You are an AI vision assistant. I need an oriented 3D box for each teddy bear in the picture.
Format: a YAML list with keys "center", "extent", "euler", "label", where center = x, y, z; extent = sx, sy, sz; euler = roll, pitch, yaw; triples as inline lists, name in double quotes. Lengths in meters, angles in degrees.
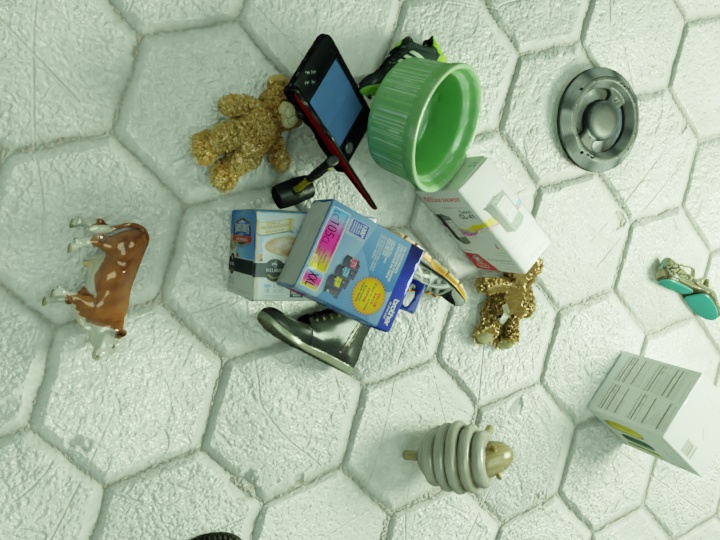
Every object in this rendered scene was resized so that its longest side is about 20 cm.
- center: [-0.161, -0.205, 1.058]
  extent: [0.199, 0.067, 0.146]
  euler: [-25, 108, -21]
  label: "teddy bear"
- center: [0.271, 0.055, 1.312]
  extent: [0.144, 0.067, 0.201]
  euler: [-1, 103, -16]
  label: "teddy bear"

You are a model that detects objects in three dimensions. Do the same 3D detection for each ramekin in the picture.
- center: [0.097, -0.232, 1.096]
  extent: [0.200, 0.097, 0.201]
  euler: [-38, 141, -39]
  label: "ramekin"

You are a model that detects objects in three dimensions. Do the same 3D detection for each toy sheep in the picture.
- center: [0.170, 0.328, 1.238]
  extent: [0.138, 0.199, 0.139]
  euler: [35, 50, -56]
  label: "toy sheep"

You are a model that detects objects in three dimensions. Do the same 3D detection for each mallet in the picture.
- center: [-0.068, -0.139, 1.051]
  extent: [0.066, 0.200, 0.041]
  euler: [-25, 92, -32]
  label: "mallet"

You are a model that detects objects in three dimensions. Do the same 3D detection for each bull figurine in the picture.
- center: [-0.369, 0.022, 0.993]
  extent: [0.121, 0.065, 0.201]
  euler: [19, 85, -33]
  label: "bull figurine"

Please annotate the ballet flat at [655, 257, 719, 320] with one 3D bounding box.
- center: [0.716, 0.032, 1.518]
  extent: [0.199, 0.068, 0.076]
  euler: [31, 67, -23]
  label: "ballet flat"

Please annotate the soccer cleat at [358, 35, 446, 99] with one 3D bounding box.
- center: [0.063, -0.335, 1.153]
  extent: [0.200, 0.067, 0.081]
  euler: [-28, 98, -38]
  label: "soccer cleat"

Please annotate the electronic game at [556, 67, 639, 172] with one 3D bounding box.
- center: [0.465, -0.292, 1.370]
  extent: [0.199, 0.042, 0.201]
  euler: [-4, 99, -24]
  label: "electronic game"

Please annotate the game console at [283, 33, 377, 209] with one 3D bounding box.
- center: [-0.016, -0.221, 1.053]
  extent: [0.173, 0.118, 0.200]
  euler: [-62, 148, -17]
  label: "game console"

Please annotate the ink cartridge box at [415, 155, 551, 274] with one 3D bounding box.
- center: [0.210, -0.094, 1.213]
  extent: [0.200, 0.147, 0.086]
  euler: [46, 76, -21]
  label: "ink cartridge box"

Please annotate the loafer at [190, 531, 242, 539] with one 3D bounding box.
- center: [-0.273, 0.477, 1.097]
  extent: [0.199, 0.073, 0.071]
  euler: [-18, 114, -18]
  label: "loafer"

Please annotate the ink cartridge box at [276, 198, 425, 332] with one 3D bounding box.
- center: [0.000, 0.000, 1.016]
  extent: [0.199, 0.076, 0.137]
  euler: [27, 83, -28]
  label: "ink cartridge box"

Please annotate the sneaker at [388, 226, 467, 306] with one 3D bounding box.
- center: [0.104, 0.007, 1.221]
  extent: [0.200, 0.078, 0.077]
  euler: [37, 93, -21]
  label: "sneaker"

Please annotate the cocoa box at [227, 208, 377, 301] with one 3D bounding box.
- center: [-0.090, -0.025, 1.084]
  extent: [0.199, 0.133, 0.132]
  euler: [1, 94, -26]
  label: "cocoa box"

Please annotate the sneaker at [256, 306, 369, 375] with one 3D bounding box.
- center: [-0.072, 0.082, 1.146]
  extent: [0.200, 0.075, 0.107]
  euler: [34, 76, -34]
  label: "sneaker"

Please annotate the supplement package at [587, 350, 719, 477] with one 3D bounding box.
- center: [0.604, 0.283, 1.412]
  extent: [0.152, 0.200, 0.151]
  euler: [42, 78, -23]
  label: "supplement package"
